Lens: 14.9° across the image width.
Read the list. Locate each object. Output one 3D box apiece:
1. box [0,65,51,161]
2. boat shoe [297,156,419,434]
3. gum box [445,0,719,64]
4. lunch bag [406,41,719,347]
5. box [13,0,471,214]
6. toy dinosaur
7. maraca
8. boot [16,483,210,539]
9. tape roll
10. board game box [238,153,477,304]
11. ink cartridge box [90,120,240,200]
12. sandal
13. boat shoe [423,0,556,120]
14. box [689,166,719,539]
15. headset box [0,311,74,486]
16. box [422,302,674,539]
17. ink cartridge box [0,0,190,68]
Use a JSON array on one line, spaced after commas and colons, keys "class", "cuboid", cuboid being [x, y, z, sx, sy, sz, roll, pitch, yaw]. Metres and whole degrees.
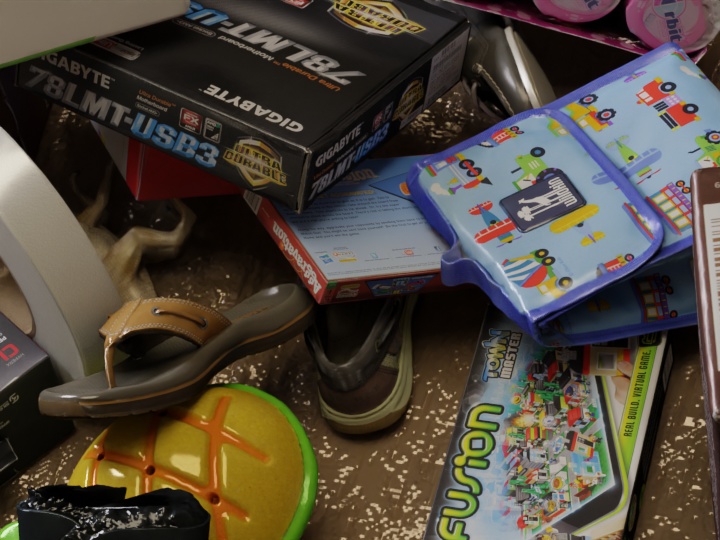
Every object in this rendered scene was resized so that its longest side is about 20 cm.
[{"class": "box", "cuboid": [-0.234, -0.171, 1.781, 0.075, 0.100, 0.201, -1, 50, 12]}, {"class": "boat shoe", "cuboid": [0.000, 0.000, 1.617, 0.073, 0.065, 0.201, -9, 50, 4]}, {"class": "gum box", "cuboid": [0.129, -0.197, 1.694, 0.199, 0.066, 0.114, 15, 29, -4]}, {"class": "lunch bag", "cuboid": [0.132, -0.028, 1.573, 0.199, 0.094, 0.151, -19, 46, -20]}, {"class": "box", "cuboid": [-0.066, -0.126, 1.615, 0.199, 0.050, 0.198, 24, 34, 20]}, {"class": "toy dinosaur", "cuboid": [-0.144, -0.002, 1.666, 0.200, 0.058, 0.101, 40, 78, 24]}, {"class": "maraca", "cuboid": [-0.113, 0.142, 1.500, 0.200, 0.107, 0.137, -35, 53, -1]}, {"class": "boot", "cuboid": [-0.093, 0.202, 1.403, 0.199, 0.169, 0.076, 11, 12, 23]}, {"class": "tape roll", "cuboid": [-0.206, -0.015, 1.581, 0.037, 0.203, 0.203, -38, 54, -21]}, {"class": "board game box", "cuboid": [0.038, -0.028, 1.603, 0.199, 0.019, 0.103, -6, 44, -33]}, {"class": "ink cartridge box", "cuboid": [-0.098, -0.104, 1.676, 0.116, 0.067, 0.200, -5, 35, -22]}, {"class": "sandal", "cuboid": [-0.102, 0.035, 1.509, 0.082, 0.055, 0.200, -4, 16, 47]}, {"class": "boat shoe", "cuboid": [0.077, -0.132, 1.707, 0.057, 0.067, 0.200, -29, 35, 10]}, {"class": "box", "cuboid": [0.260, 0.063, 1.428, 0.163, 0.200, 0.166, -5, 50, 6]}, {"class": "headset box", "cuboid": [-0.274, 0.071, 1.604, 0.148, 0.075, 0.200, -37, 54, -19]}, {"class": "box", "cuboid": [0.102, 0.111, 1.527, 0.110, 0.035, 0.201, 6, 52, 15]}, {"class": "ink cartridge box", "cuboid": [-0.212, -0.193, 1.570, 0.145, 0.084, 0.200, -21, 32, -33]}]
